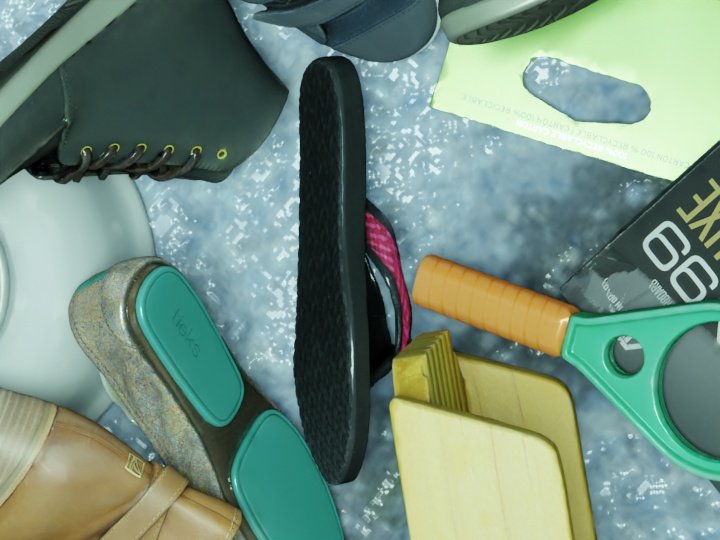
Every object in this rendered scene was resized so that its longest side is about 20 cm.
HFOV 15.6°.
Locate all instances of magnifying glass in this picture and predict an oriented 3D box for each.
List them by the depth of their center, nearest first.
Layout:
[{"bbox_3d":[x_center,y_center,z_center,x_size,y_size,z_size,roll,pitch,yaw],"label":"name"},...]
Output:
[{"bbox_3d":[0.113,0.036,1.188,0.199,0.022,0.080,21,107,26],"label":"magnifying glass"}]

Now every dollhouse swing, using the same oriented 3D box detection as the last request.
[{"bbox_3d":[0.118,0.110,1.155,0.175,0.200,0.183,-9,93,8],"label":"dollhouse swing"}]

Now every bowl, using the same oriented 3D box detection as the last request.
[{"bbox_3d":[-0.202,0.003,1.244,0.200,0.090,0.202,0,93,7],"label":"bowl"}]

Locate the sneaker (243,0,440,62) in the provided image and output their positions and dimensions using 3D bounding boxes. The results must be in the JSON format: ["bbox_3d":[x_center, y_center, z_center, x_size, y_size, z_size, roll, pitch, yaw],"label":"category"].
[{"bbox_3d":[-0.037,-0.148,1.177,0.078,0.080,0.200,-31,125,25],"label":"sneaker"}]

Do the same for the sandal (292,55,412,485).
[{"bbox_3d":[0.000,0.000,1.232,0.045,0.075,0.201,1,88,-24],"label":"sandal"}]

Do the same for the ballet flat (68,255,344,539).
[{"bbox_3d":[-0.074,0.076,1.239,0.067,0.068,0.201,-8,119,38],"label":"ballet flat"}]

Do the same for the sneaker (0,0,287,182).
[{"bbox_3d":[-0.117,-0.058,1.188,0.200,0.075,0.106,-46,107,-24],"label":"sneaker"}]

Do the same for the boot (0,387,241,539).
[{"bbox_3d":[-0.153,0.137,1.236,0.155,0.077,0.200,24,128,-10],"label":"boot"}]

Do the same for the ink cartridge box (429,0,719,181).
[{"bbox_3d":[0.124,-0.151,1.200,0.147,0.076,0.201,17,95,6],"label":"ink cartridge box"}]

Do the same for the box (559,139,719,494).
[{"bbox_3d":[0.211,0.033,1.183,0.158,0.050,0.200,-42,77,20],"label":"box"}]

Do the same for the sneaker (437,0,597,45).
[{"bbox_3d":[0.103,-0.183,1.133,0.199,0.075,0.107,-31,85,-1],"label":"sneaker"}]
